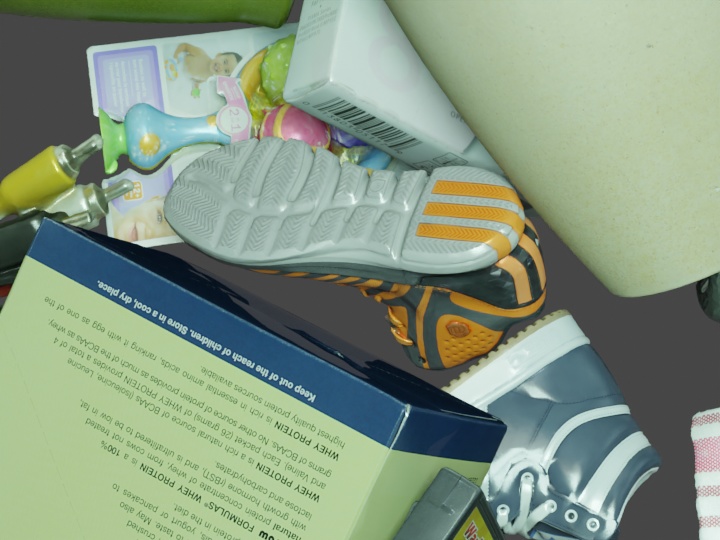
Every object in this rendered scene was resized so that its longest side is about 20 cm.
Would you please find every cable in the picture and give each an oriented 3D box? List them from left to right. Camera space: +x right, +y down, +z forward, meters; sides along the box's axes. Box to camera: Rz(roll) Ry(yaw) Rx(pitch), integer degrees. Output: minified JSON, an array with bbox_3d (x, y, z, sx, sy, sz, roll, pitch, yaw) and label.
[{"bbox_3d":[-0.207,0.001,1.158,0.198,0.050,0.098,-15,105,12],"label":"cable"}]

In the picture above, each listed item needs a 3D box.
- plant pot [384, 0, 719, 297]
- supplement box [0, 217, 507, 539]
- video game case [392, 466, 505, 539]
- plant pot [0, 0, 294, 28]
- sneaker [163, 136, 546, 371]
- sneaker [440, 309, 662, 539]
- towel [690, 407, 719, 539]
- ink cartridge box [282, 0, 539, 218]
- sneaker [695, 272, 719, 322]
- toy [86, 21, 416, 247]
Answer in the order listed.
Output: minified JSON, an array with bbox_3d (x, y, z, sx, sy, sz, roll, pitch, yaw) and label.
[{"bbox_3d":[0.121,-0.098,1.044,0.186,0.187,0.201,-27,101,-8],"label":"plant pot"},{"bbox_3d":[-0.076,0.114,1.007,0.199,0.134,0.201,26,93,24],"label":"supplement box"},{"bbox_3d":[0.013,0.201,0.991,0.025,0.200,0.181,29,72,26],"label":"video game case"},{"bbox_3d":[-0.115,-0.211,1.158,0.191,0.200,0.202,13,70,-6],"label":"plant pot"},{"bbox_3d":[0.000,0.000,1.119,0.199,0.112,0.078,11,59,28],"label":"sneaker"},{"bbox_3d":[0.053,0.118,1.088,0.199,0.070,0.109,-36,78,-8],"label":"sneaker"},{"bbox_3d":[0.225,0.148,1.055,0.146,0.030,0.202,-14,65,32],"label":"towel"},{"bbox_3d":[0.051,-0.148,1.149,0.162,0.057,0.202,24,71,-33],"label":"ink cartridge box"},{"bbox_3d":[0.234,-0.056,1.147,0.079,0.074,0.201,31,73,6],"label":"sneaker"},{"bbox_3d":[-0.041,-0.082,1.172,0.198,0.047,0.116,-8,74,-1],"label":"toy"}]
